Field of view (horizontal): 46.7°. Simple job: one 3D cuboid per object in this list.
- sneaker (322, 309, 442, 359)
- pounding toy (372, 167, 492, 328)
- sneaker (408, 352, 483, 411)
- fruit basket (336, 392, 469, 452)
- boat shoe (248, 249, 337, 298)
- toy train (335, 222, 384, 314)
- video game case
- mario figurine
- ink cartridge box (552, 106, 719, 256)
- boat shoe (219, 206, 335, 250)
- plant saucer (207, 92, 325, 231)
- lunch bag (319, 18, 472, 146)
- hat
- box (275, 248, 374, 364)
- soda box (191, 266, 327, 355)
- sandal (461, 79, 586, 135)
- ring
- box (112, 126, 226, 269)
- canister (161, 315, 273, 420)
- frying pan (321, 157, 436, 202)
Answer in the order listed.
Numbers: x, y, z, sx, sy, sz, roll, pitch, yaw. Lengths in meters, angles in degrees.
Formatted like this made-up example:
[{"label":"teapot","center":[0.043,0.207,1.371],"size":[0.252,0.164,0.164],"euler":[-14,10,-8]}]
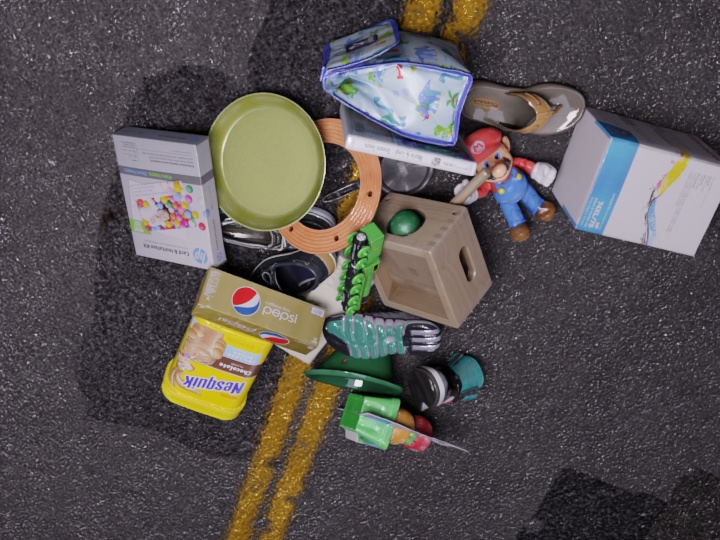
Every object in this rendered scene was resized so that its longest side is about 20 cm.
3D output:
[{"label":"sneaker","center":[0.040,0.096,1.347],"size":[0.196,0.088,0.076],"euler":[4,111,16]},{"label":"pounding toy","center":[0.111,-0.044,1.263],"size":[0.142,0.182,0.202],"euler":[-48,132,-27]},{"label":"sneaker","center":[0.154,0.188,1.419],"size":[0.119,0.200,0.085],"euler":[-21,79,-9]},{"label":"fruit basket","center":[0.068,0.283,1.459],"size":[0.198,0.185,0.095],"euler":[28,78,-14]},{"label":"boat shoe","center":[-0.120,0.014,1.329],"size":[0.198,0.062,0.075],"euler":[-20,113,41]},{"label":"toy train","center":[0.000,0.000,1.253],"size":[0.056,0.042,0.201],"euler":[-29,155,-24]},{"label":"video game case","center":[0.062,-0.191,1.183],"size":[0.179,0.201,0.024],"euler":[11,113,-9]},{"label":"mario figurine","center":[0.223,-0.130,1.272],"size":[0.200,0.105,0.124],"euler":[46,63,-30]},{"label":"ink cartridge box","center":[0.421,-0.136,1.260],"size":[0.196,0.147,0.148],"euler":[12,117,-8]},{"label":"boat shoe","center":[-0.136,-0.059,1.317],"size":[0.196,0.071,0.073],"euler":[0,119,-3]},{"label":"plant saucer","center":[-0.140,-0.162,1.248],"size":[0.196,0.031,0.204],"euler":[3,99,18]},{"label":"lunch bag","center":[0.043,-0.270,1.157],"size":[0.196,0.171,0.129],"euler":[9,117,-6]},{"label":"hat","center":[0.013,0.111,1.434],"size":[0.197,0.165,0.179],"euler":[15,75,-17]},{"label":"box","center":[-0.061,0.052,1.382],"size":[0.082,0.069,0.201],"euler":[32,112,-19]},{"label":"soda box","center":[-0.157,0.065,1.292],"size":[0.197,0.065,0.068],"euler":[22,156,-14]},{"label":"sandal","center":[0.241,-0.243,1.246],"size":[0.196,0.055,0.083],"euler":[8,118,-7]},{"label":"ring","center":[-0.054,-0.125,1.250],"size":[0.197,0.019,0.205],"euler":[-3,84,27]},{"label":"box","center":[-0.288,-0.109,1.265],"size":[0.153,0.041,0.203],"euler":[11,122,23]},{"label":"canister","center":[-0.234,0.143,1.388],"size":[0.146,0.087,0.201],"euler":[21,128,-12]},{"label":"frying pan","center":[0.029,-0.161,1.298],"size":[0.186,0.031,0.117],"euler":[-5,118,-4]}]
